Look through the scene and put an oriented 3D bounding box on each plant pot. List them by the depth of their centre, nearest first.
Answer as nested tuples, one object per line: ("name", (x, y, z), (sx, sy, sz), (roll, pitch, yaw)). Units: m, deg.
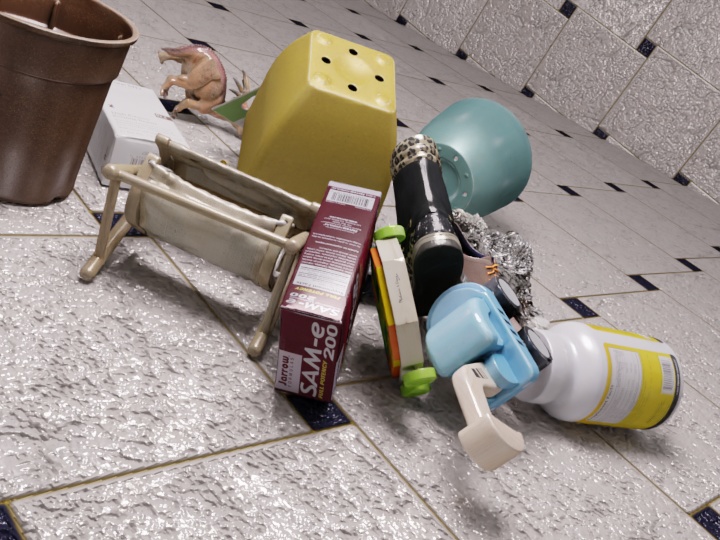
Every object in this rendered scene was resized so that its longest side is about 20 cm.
("plant pot", (-0.360, -0.192, 0.868), (0.197, 0.200, 0.201), (20, 23, -9))
("plant pot", (-0.042, -0.187, 1.060), (0.193, 0.201, 0.196), (15, 48, -16))
("plant pot", (0.166, -0.173, 1.365), (0.199, 0.203, 0.160), (33, 37, 19))

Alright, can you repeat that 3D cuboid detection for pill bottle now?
("pill bottle", (0.269, 0.121, 0.941), (0.197, 0.113, 0.112), (11, 26, -28))

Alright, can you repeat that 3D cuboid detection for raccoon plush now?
("raccoon plush", (0.180, -0.008, 1.112), (0.133, 0.097, 0.201), (22, 21, -36))

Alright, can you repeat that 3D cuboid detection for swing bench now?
("swing bench", (-0.151, -0.044, 0.850), (0.196, 0.131, 0.200), (23, 24, -1))

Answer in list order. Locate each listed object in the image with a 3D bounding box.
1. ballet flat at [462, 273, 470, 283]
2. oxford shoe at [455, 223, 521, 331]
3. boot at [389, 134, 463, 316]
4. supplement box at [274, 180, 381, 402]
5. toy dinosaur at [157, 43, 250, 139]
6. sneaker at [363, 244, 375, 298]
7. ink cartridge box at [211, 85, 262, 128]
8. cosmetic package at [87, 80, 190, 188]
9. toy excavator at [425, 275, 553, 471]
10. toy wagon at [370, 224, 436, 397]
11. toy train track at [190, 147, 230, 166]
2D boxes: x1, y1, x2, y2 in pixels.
("ballet flat", (0.119, 0.013, 1.031), (0.056, 0.067, 0.202), (-14, 63, -22))
("oxford shoe", (0.157, 0.024, 1.058), (0.201, 0.073, 0.071), (50, 28, 20))
("boot", (0.074, -0.044, 0.950), (0.072, 0.204, 0.156), (-7, 65, -4))
("supplement box", (-0.030, 0.015, 0.797), (0.060, 0.110, 0.201), (13, 42, 4))
("toy dinosaur", (-0.238, -0.299, 1.276), (0.133, 0.201, 0.087), (-12, 52, 9))
("sneaker", (0.000, 0.000, 0.984), (0.080, 0.075, 0.200), (34, 27, 11))
("ink cartridge box", (-0.109, -0.244, 1.231), (0.199, 0.144, 0.049), (29, 51, -53))
("cosmetic package", (-0.302, -0.180, 1.058), (0.100, 0.075, 0.200), (7, 30, -36))
("toy excavator", (0.115, 0.098, 0.798), (0.199, 0.100, 0.196), (13, 43, -58))
("toy wagon", (0.040, 0.051, 0.844), (0.039, 0.200, 0.158), (-10, 73, -3))
("toy train track", (-0.183, -0.124, 1.107), (0.199, 0.033, 0.114), (35, 25, 19))
